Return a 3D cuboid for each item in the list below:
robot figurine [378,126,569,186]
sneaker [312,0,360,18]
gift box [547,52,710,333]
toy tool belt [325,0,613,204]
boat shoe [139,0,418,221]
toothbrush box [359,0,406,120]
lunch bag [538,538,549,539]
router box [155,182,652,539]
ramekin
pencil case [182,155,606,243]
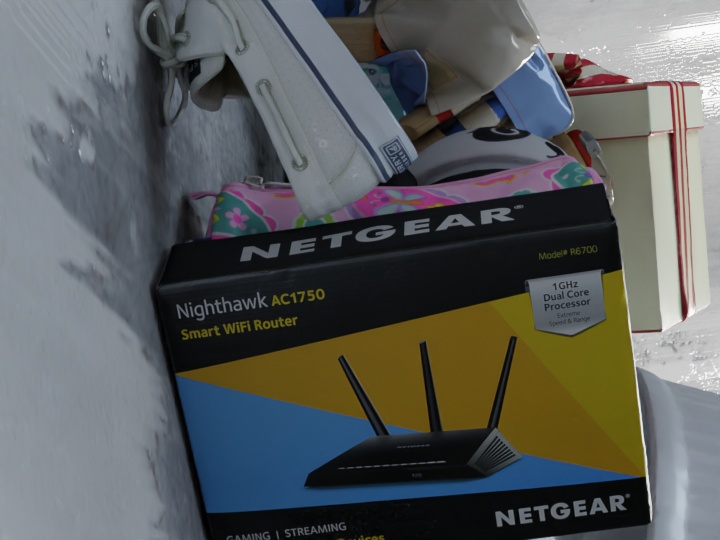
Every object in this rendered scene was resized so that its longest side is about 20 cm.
[{"bbox_3d":[0.074,0.016,0.968,0.151,0.124,0.201,74,12,-50],"label":"robot figurine"},{"bbox_3d":[-0.030,-0.198,1.081,0.078,0.066,0.201,-38,150,-61],"label":"sneaker"},{"bbox_3d":[0.131,-0.054,1.255,0.184,0.198,0.189,-16,103,-71],"label":"gift box"},{"bbox_3d":[0.060,-0.098,1.107,0.201,0.122,0.125,57,4,-28],"label":"toy tool belt"},{"bbox_3d":[-0.061,-0.101,0.823,0.203,0.086,0.075,55,1,22],"label":"boat shoe"},{"bbox_3d":[-0.003,-0.100,1.253,0.146,0.084,0.202,57,26,-77],"label":"toothbrush box"},{"bbox_3d":[0.078,0.173,1.170,0.201,0.082,0.161,-97,162,-52],"label":"lunch bag"},{"bbox_3d":[0.022,0.051,0.804,0.051,0.198,0.150,-86,166,-67],"label":"router box"},{"bbox_3d":[0.177,0.160,1.014,0.200,0.097,0.202,-170,-90,-83],"label":"ramekin"},{"bbox_3d":[0.019,-0.007,0.857,0.087,0.198,0.088,-3,90,-87],"label":"pencil case"}]
